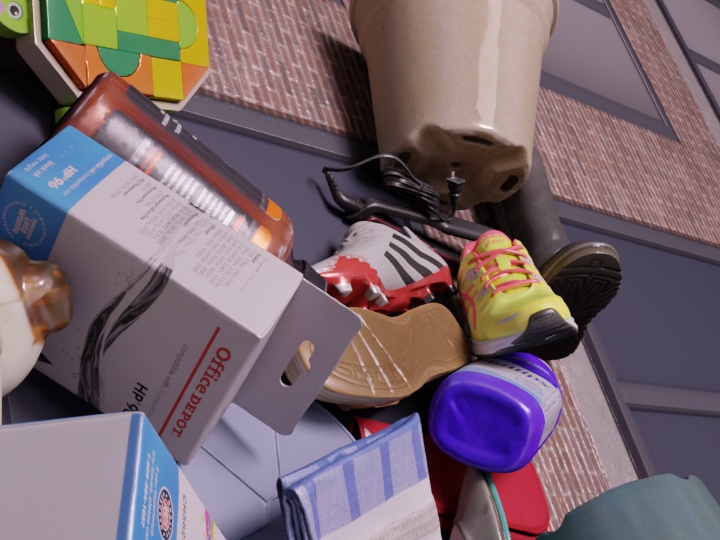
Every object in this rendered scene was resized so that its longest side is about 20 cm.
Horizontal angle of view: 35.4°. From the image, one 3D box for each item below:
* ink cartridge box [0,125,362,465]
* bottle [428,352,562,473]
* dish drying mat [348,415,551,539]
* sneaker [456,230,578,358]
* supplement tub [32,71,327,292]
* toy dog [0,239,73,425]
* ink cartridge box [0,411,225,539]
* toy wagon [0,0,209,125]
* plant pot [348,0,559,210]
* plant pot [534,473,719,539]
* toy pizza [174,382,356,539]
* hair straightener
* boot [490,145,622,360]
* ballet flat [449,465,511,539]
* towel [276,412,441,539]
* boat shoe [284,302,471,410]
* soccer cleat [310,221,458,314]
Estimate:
[{"bbox_3d":[-0.113,0.026,0.636,0.200,0.116,0.068,32,35,0],"label":"ink cartridge box"},{"bbox_3d":[0.114,0.102,0.874,0.083,0.066,0.200,20,9,17],"label":"bottle"},{"bbox_3d":[0.073,0.161,0.851,0.199,0.018,0.077,19,45,-38],"label":"dish drying mat"},{"bbox_3d":[0.112,0.014,0.900,0.200,0.078,0.091,-154,-128,-80],"label":"sneaker"},{"bbox_3d":[-0.117,-0.027,0.727,0.200,0.107,0.107,40,36,-16],"label":"supplement tub"},{"bbox_3d":[-0.207,0.058,0.528,0.194,0.139,0.201,50,31,-33],"label":"toy dog"},{"bbox_3d":[-0.104,0.176,0.491,0.200,0.084,0.145,74,10,-51],"label":"ink cartridge box"},{"bbox_3d":[-0.187,-0.175,0.782,0.200,0.039,0.156,-1,86,-51],"label":"toy wagon"},{"bbox_3d":[0.085,-0.164,1.031,0.200,0.200,0.184,24,55,-34],"label":"plant pot"},{"bbox_3d":[0.220,0.264,0.793,0.200,0.200,0.197,14,41,-41],"label":"plant pot"},{"bbox_3d":[-0.056,0.157,0.698,0.200,0.032,0.201,29,42,-30],"label":"toy pizza"},{"bbox_3d":[0.055,-0.058,0.983,0.199,0.077,0.041,24,14,-28],"label":"hair straightener"},{"bbox_3d":[0.170,-0.041,1.029,0.072,0.182,0.201,5,57,-11],"label":"boot"},{"bbox_3d":[0.089,0.231,0.771,0.063,0.067,0.201,-16,64,-5],"label":"ballet flat"},{"bbox_3d":[0.015,0.201,0.678,0.147,0.024,0.201,-15,96,-53],"label":"towel"},{"bbox_3d":[0.006,0.070,0.813,0.200,0.069,0.074,-1,59,-55],"label":"boat shoe"},{"bbox_3d":[0.000,0.000,0.879,0.200,0.069,0.085,-4,53,-53],"label":"soccer cleat"}]
